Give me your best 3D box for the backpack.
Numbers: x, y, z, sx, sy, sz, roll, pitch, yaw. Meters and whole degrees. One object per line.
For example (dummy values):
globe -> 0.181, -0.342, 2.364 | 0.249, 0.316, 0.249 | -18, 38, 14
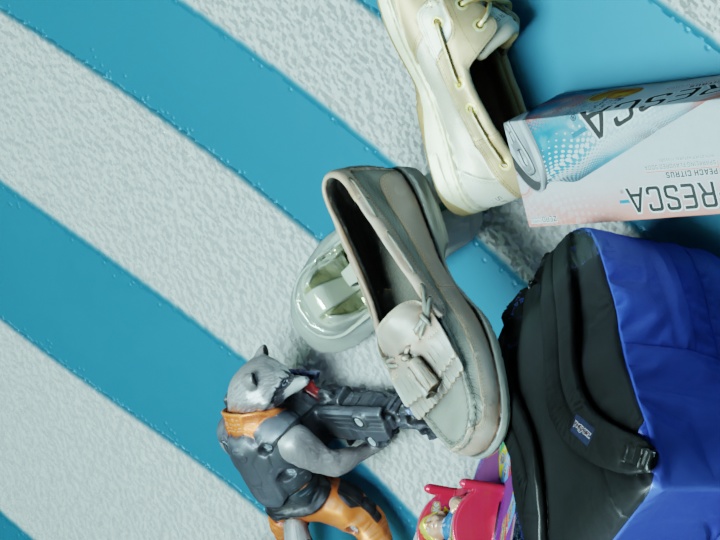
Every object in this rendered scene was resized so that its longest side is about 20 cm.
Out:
backpack -> 0.165, 0.086, 1.297 | 0.163, 0.168, 0.200 | -55, 37, 40

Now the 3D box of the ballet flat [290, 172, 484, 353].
ballet flat -> 0.000, 0.000, 1.464 | 0.069, 0.069, 0.200 | 56, 134, 6

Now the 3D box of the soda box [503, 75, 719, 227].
soda box -> 0.182, -0.069, 1.278 | 0.200, 0.064, 0.069 | -4, 107, 41

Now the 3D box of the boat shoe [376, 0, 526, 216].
boat shoe -> 0.064, -0.134, 1.351 | 0.069, 0.074, 0.200 | -11, 103, 31

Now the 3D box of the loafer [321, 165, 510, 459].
loafer -> 0.026, 0.023, 1.330 | 0.072, 0.063, 0.200 | -49, 47, 38

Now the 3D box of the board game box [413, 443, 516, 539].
board game box -> 0.059, 0.167, 1.430 | 0.039, 0.158, 0.200 | 11, 125, -6

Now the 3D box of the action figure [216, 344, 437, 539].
action figure -> -0.025, 0.139, 1.526 | 0.200, 0.105, 0.194 | -10, 112, 46
